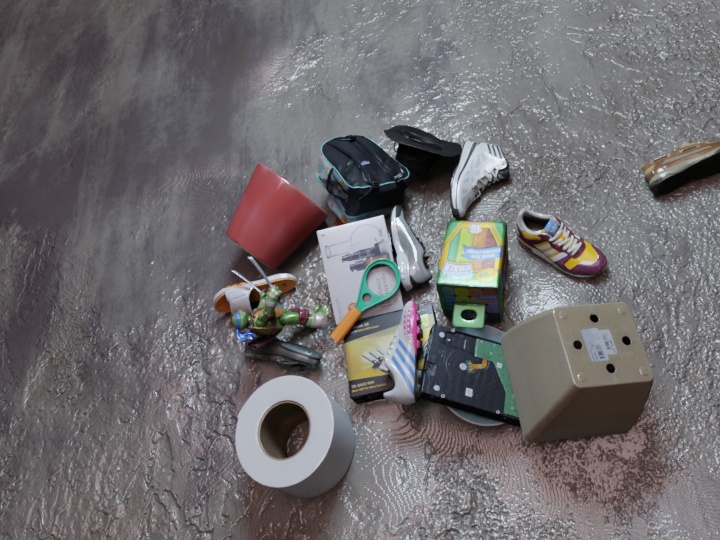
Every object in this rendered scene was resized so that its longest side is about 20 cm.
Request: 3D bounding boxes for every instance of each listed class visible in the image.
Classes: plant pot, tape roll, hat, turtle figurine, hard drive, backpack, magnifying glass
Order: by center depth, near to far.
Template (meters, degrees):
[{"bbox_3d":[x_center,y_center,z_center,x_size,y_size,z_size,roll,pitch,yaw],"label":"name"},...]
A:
[{"bbox_3d":[0.375,0.158,1.014,0.195,0.178,0.203,-3,60,-7],"label":"plant pot"},{"bbox_3d":[0.212,0.191,1.099,0.196,0.038,0.142,15,59,0],"label":"hard drive"},{"bbox_3d":[-0.122,0.321,1.151,0.198,0.140,0.207,-8,61,15],"label":"tape roll"},{"bbox_3d":[0.008,0.063,1.229,0.079,0.022,0.201,38,90,3],"label":"magnifying glass"},{"bbox_3d":[-0.169,0.059,1.257,0.190,0.144,0.203,9,53,-24],"label":"turtle figurine"},{"bbox_3d":[-0.007,-0.212,1.364,0.173,0.155,0.201,-20,58,-28],"label":"backpack"},{"bbox_3d":[0.136,-0.268,1.382,0.199,0.199,0.082,28,118,28],"label":"hat"},{"bbox_3d":[-0.205,-0.116,1.385,0.199,0.200,0.179,36,89,30],"label":"plant pot"}]

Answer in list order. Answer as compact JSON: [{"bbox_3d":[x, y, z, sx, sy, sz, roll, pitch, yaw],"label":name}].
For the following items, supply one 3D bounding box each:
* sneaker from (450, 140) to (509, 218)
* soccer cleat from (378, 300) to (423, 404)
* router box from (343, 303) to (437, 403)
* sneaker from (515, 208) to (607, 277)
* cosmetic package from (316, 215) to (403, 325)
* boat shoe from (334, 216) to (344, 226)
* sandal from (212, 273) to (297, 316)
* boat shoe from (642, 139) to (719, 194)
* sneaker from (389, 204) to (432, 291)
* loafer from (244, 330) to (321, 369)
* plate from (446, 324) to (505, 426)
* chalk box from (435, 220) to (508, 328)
[{"bbox_3d":[0.269,-0.203,1.327,0.113,0.076,0.204,8,64,24],"label":"sneaker"},{"bbox_3d":[0.077,0.153,1.147,0.084,0.070,0.204,-3,64,10],"label":"soccer cleat"},{"bbox_3d":[0.068,0.169,1.216,0.196,0.052,0.160,-15,61,11],"label":"router box"},{"bbox_3d":[0.398,-0.057,1.200,0.198,0.090,0.076,28,75,29],"label":"sneaker"},{"bbox_3d":[0.000,0.000,1.269,0.148,0.052,0.204,-13,86,3],"label":"cosmetic package"},{"bbox_3d":[-0.039,-0.061,1.365,0.070,0.063,0.204,-5,61,18],"label":"boat shoe"},{"bbox_3d":[-0.240,0.064,1.356,0.203,0.080,0.060,-19,52,6],"label":"sandal"},{"bbox_3d":[0.669,-0.228,1.209,0.197,0.076,0.075,-22,56,6],"label":"boat shoe"},{"bbox_3d":[0.107,-0.053,1.314,0.078,0.074,0.204,-11,66,1],"label":"sneaker"},{"bbox_3d":[-0.169,0.183,1.290,0.197,0.071,0.064,14,88,31],"label":"loafer"},{"bbox_3d":[0.228,0.197,1.137,0.195,0.026,0.204,3,59,-4],"label":"plate"},{"bbox_3d":[0.222,0.018,1.185,0.122,0.125,0.203,2,55,19],"label":"chalk box"}]
